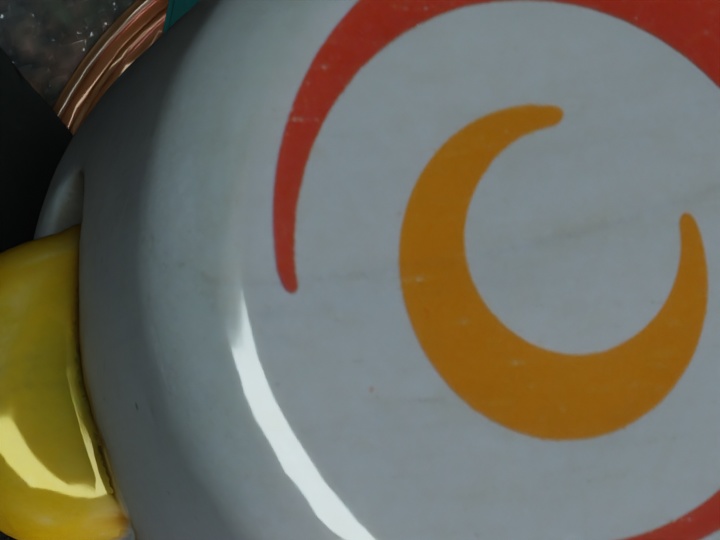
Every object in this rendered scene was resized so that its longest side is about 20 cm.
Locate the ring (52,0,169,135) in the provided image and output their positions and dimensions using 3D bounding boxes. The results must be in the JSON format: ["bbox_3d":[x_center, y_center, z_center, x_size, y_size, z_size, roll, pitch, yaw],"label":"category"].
[{"bbox_3d":[0.000,0.000,0.828,0.200,0.019,0.201,-2,97,-14],"label":"ring"}]

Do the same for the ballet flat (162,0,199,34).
[{"bbox_3d":[-0.009,-0.121,0.787,0.069,0.069,0.201,13,74,-15],"label":"ballet flat"}]

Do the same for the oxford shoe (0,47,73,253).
[{"bbox_3d":[-0.117,-0.016,0.774,0.071,0.071,0.201,-32,100,-49],"label":"oxford shoe"}]

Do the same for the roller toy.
[{"bbox_3d":[0.019,0.011,0.672,0.182,0.140,0.200,40,68,-10],"label":"roller toy"}]

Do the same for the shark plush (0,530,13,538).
[{"bbox_3d":[-0.080,0.081,0.714,0.199,0.091,0.084,-18,125,-29],"label":"shark plush"}]
